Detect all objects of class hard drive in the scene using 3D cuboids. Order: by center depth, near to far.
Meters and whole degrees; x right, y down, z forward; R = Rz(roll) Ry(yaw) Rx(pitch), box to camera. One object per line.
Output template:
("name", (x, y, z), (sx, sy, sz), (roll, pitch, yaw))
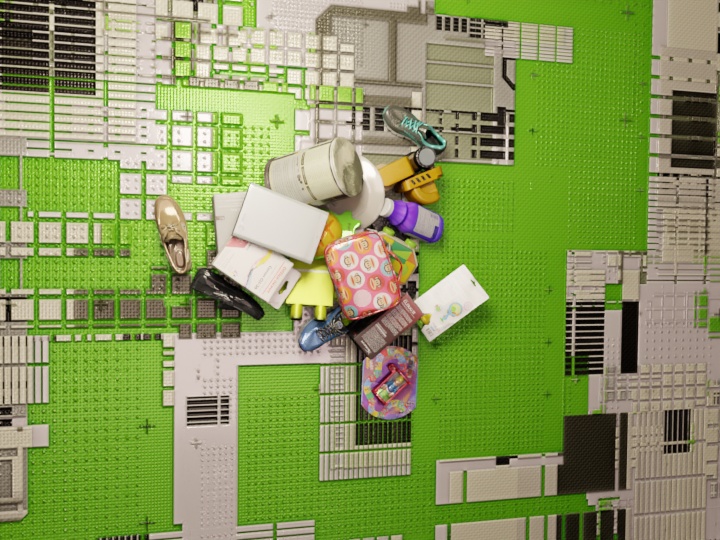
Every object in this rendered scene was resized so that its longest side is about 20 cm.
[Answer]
("hard drive", (-0.189, -0.110, 1.524), (0.199, 0.026, 0.132), (20, 86, -18))

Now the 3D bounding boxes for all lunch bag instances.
("lunch bag", (0.015, 0.006, 1.562), (0.175, 0.082, 0.201), (-18, 98, -5))

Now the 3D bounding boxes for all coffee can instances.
("coffee can", (-0.114, -0.229, 1.572), (0.199, 0.146, 0.147), (-11, 95, 27))

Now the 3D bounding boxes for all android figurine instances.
("android figurine", (-0.129, 0.031, 1.656), (0.181, 0.041, 0.201), (2, 73, -6))

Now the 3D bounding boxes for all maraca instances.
("maraca", (-0.096, -0.094, 1.619), (0.199, 0.107, 0.138), (-2, 77, 3))

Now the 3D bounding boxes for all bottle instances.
("bottle", (0.132, -0.135, 1.684), (0.199, 0.065, 0.084), (19, 78, -38))

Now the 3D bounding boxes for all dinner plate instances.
("dinner plate", (-0.034, -0.198, 1.640), (0.199, 0.024, 0.201), (8, 107, 25))

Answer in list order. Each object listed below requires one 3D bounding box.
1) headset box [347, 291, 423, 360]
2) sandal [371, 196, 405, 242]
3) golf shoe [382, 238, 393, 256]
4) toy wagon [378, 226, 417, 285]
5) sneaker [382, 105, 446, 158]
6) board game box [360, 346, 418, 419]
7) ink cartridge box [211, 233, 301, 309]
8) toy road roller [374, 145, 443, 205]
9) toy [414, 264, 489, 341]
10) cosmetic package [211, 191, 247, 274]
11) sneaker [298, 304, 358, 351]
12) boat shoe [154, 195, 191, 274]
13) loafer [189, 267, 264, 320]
("headset box", (0.066, 0.129, 1.667), (0.200, 0.149, 0.075), (-39, 100, -6))
("sandal", (0.071, -0.106, 1.723), (0.075, 0.048, 0.201), (-26, 110, -12))
("golf shoe", (0.000, 0.000, 1.643), (0.088, 0.077, 0.201), (32, 91, -7))
("toy wagon", (0.048, -0.037, 1.692), (0.199, 0.040, 0.156), (28, 106, -12))
("sneaker", (0.151, -0.375, 1.705), (0.200, 0.091, 0.078), (32, 84, -12))
("board game box", (0.084, 0.306, 1.734), (0.157, 0.039, 0.201), (3, 91, -13))
("ink cartridge box", (-0.244, -0.003, 1.554), (0.200, 0.067, 0.117), (36, 80, -15))
("toy road roller", (0.123, -0.228, 1.686), (0.199, 0.123, 0.147), (-24, 97, -11))
("toy", (0.236, 0.091, 1.754), (0.200, 0.047, 0.115), (-36, 75, 0))
("cosmetic package", (-0.311, -0.091, 1.609), (0.106, 0.090, 0.201), (-7, 91, -16))
("sneaker", (-0.075, 0.140, 1.668), (0.200, 0.089, 0.079), (-36, 98, -10))
("boat shoe", (-0.458, -0.089, 1.585), (0.071, 0.065, 0.201), (-17, 96, -12))
("loafer", (-0.334, 0.070, 1.621), (0.200, 0.068, 0.071), (34, 92, -7))
